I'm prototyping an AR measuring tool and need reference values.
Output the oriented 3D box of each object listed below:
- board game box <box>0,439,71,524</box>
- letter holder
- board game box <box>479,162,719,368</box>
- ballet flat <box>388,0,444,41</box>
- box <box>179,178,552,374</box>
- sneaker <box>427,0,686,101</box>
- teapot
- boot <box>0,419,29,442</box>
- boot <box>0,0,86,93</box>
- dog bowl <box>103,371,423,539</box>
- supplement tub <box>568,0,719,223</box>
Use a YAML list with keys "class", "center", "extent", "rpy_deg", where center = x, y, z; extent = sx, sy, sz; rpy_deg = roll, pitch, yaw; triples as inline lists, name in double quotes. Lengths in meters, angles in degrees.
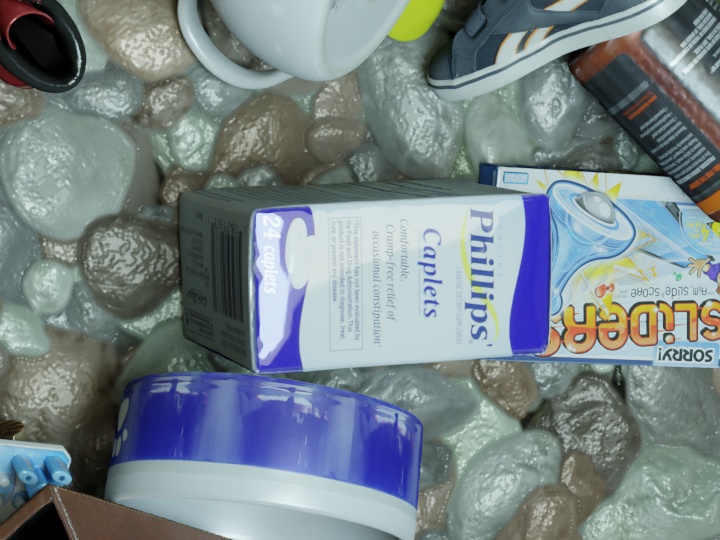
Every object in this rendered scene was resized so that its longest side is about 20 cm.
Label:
- class: "board game box"
  center: [-0.295, 0.191, 1.485]
  extent: [0.199, 0.026, 0.201]
  rpy_deg: [8, 116, -27]
- class: "letter holder"
  center: [-0.139, 0.233, 1.475]
  extent: [0.100, 0.143, 0.200]
  rpy_deg: [-40, 148, 15]
- class: "board game box"
  center: [0.176, -0.002, 1.683]
  extent: [0.199, 0.034, 0.136]
  rpy_deg: [2, 96, -19]
- class: "ballet flat"
  center: [0.043, -0.252, 1.587]
  extent: [0.066, 0.067, 0.202]
  rpy_deg: [3, 96, -26]
- class: "box"
  center: [0.000, 0.000, 1.544]
  extent: [0.199, 0.184, 0.106]
  rpy_deg: [-4, 97, -18]
- class: "sneaker"
  center: [0.116, -0.179, 1.573]
  extent: [0.080, 0.199, 0.079]
  rpy_deg: [56, 35, -19]
- class: "teapot"
  center: [-0.042, -0.222, 1.495]
  extent: [0.145, 0.197, 0.201]
  rpy_deg: [29, 84, 15]
- class: "boot"
  center: [-0.294, 0.181, 1.529]
  extent: [0.199, 0.075, 0.108]
  rpy_deg: [-19, 108, -17]
- class: "boot"
  center: [-0.247, -0.188, 1.457]
  extent: [0.072, 0.144, 0.200]
  rpy_deg: [-47, 107, -6]
- class: "dog bowl"
  center: [-0.060, 0.125, 1.526]
  extent: [0.199, 0.200, 0.079]
  rpy_deg: [12, 75, -20]
- class: "supplement tub"
  center: [0.242, -0.106, 1.633]
  extent: [0.107, 0.107, 0.200]
  rpy_deg: [-44, 93, -9]
